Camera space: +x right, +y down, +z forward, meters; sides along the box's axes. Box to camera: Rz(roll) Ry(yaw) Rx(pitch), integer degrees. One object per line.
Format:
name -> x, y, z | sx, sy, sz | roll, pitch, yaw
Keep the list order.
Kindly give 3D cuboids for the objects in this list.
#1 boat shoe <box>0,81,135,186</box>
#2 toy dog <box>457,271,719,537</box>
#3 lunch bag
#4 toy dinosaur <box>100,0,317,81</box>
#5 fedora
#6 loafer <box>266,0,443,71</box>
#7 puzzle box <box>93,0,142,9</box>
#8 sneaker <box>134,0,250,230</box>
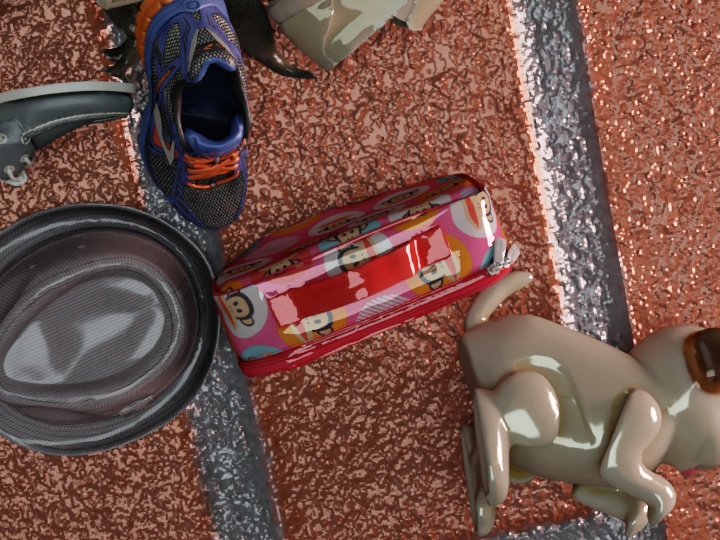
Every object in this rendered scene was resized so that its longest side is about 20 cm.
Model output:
boat shoe -> -0.244, -0.084, 1.022 | 0.200, 0.073, 0.062 | -12, 90, 2
toy dog -> 0.173, 0.096, 1.076 | 0.200, 0.140, 0.194 | -4, 60, -3
lunch bag -> 0.000, 0.000, 1.015 | 0.200, 0.176, 0.082 | -22, 97, -2
toy dinosaur -> -0.120, -0.175, 1.038 | 0.200, 0.077, 0.102 | 19, 107, -2
fedora -> -0.193, 0.045, 1.045 | 0.200, 0.090, 0.177 | -17, 97, -3
loafer -> 0.034, -0.201, 1.052 | 0.200, 0.076, 0.068 | -26, 107, -4
puzzle box -> -0.084, -0.250, 0.968 | 0.200, 0.025, 0.133 | -23, 135, -32
sneaker -> -0.107, -0.094, 1.006 | 0.075, 0.078, 0.200 | -20, 141, -12
